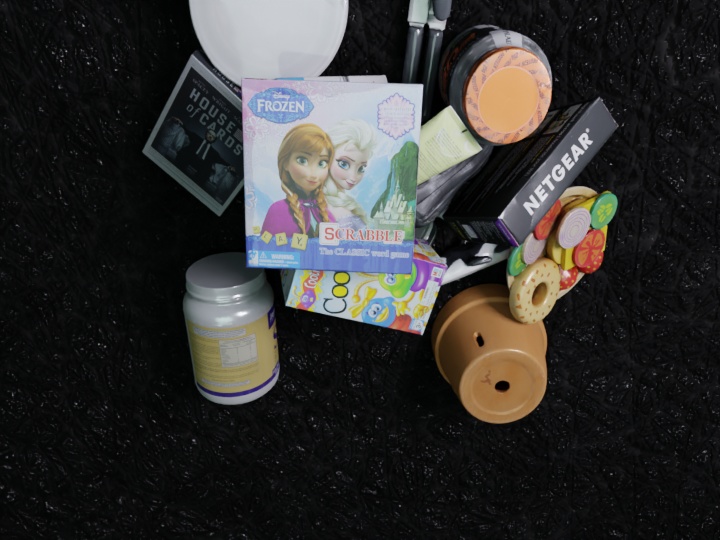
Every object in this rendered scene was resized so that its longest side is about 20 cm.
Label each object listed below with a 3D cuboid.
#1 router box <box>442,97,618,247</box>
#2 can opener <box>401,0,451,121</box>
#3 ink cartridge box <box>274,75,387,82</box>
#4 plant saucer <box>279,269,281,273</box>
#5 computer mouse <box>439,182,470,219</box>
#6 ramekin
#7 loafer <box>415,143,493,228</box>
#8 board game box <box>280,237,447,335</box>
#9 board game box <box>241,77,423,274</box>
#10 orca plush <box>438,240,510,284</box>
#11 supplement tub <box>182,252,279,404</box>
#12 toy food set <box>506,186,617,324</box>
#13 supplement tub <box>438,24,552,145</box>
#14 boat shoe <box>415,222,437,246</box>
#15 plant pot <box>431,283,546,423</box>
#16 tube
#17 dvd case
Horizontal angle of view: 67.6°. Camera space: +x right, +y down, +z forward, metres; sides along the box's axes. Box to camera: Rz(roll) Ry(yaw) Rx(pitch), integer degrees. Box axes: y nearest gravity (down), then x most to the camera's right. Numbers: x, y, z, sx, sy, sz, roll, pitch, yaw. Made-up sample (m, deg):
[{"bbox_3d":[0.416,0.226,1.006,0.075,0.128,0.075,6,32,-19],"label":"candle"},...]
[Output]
[{"bbox_3d":[0.212,-0.125,0.699,0.051,0.149,0.201,43,82,-17],"label":"router box"},{"bbox_3d":[0.084,-0.300,0.707,0.051,0.067,0.207,6,115,0],"label":"can opener"},{"bbox_3d":[-0.014,-0.182,0.696,0.194,0.068,0.120,-11,79,-25],"label":"ink cartridge box"},{"bbox_3d":[-0.050,-0.030,0.821,0.193,0.034,0.208,3,100,19],"label":"plant saucer"},{"bbox_3d":[0.128,-0.097,0.795,0.193,0.113,0.044,11,143,-12],"label":"computer mouse"},{"bbox_3d":[-0.109,-0.338,0.682,0.194,0.095,0.209,1,116,2],"label":"ramekin"},{"bbox_3d":[0.115,-0.144,0.732,0.201,0.067,0.071,-48,112,-22],"label":"loafer"},{"bbox_3d":[0.000,0.000,0.727,0.193,0.103,0.108,13,109,-17],"label":"board game box"},{"bbox_3d":[-0.032,-0.102,0.599,0.192,0.041,0.207,2,106,1],"label":"board game box"},{"bbox_3d":[0.188,-0.044,0.825,0.195,0.105,0.073,-24,82,15],"label":"orca plush"},{"bbox_3d":[-0.205,0.091,0.862,0.140,0.147,0.207,1,116,2],"label":"supplement tub"},{"bbox_3d":[0.294,-0.029,0.797,0.195,0.049,0.203,-24,127,-15],"label":"toy food set"},{"bbox_3d":[0.162,-0.230,0.663,0.118,0.202,0.127,1,116,2],"label":"supplement tub"},{"bbox_3d":[0.059,-0.002,0.852,0.059,0.077,0.201,25,119,-31],"label":"boat shoe"},{"bbox_3d":[0.217,0.147,0.875,0.192,0.141,0.207,1,117,1],"label":"plant pot"},{"bbox_3d":[0.046,-0.120,0.653,0.196,0.058,0.053,-28,88,31],"label":"tube"},{"bbox_3d":[-0.212,-0.182,0.760,0.149,0.025,0.199,40,133,-14],"label":"dvd case"}]
